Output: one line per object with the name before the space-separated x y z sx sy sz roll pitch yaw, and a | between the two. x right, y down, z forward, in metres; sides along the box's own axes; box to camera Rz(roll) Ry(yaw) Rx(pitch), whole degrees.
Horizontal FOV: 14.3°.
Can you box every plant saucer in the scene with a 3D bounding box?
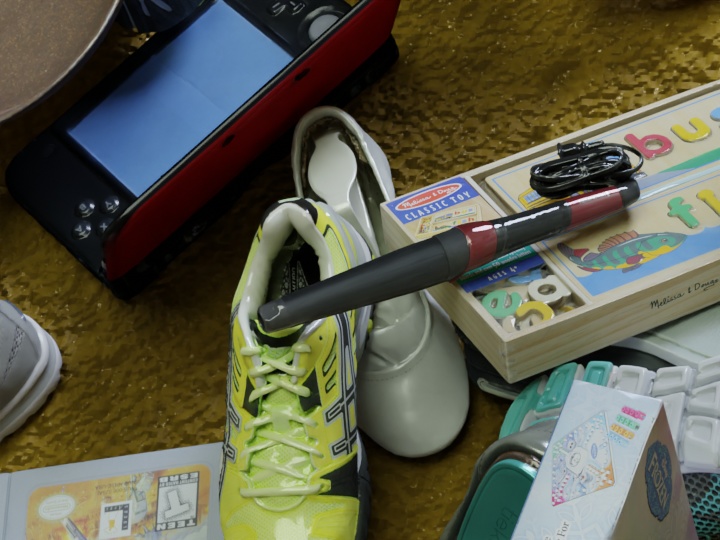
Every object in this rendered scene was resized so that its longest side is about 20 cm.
plant saucer | -0.193 -0.151 1.493 0.199 0.037 0.201 -12 62 24

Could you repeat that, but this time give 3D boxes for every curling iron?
curling iron | 0.043 -0.011 1.302 0.199 0.026 0.050 -26 29 -20

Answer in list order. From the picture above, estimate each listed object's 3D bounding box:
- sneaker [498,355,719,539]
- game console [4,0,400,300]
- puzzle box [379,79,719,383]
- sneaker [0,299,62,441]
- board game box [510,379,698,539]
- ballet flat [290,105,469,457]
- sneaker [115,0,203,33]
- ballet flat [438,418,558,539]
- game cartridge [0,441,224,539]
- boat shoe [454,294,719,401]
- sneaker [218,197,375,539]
sneaker | 0.165 0.085 1.265 0.199 0.091 0.078 0 53 31
game console | -0.085 -0.095 1.466 0.200 0.119 0.172 -42 53 -11
puzzle box | 0.125 -0.024 1.345 0.199 0.026 0.133 -21 37 -17
sneaker | -0.240 0.084 1.423 0.075 0.082 0.200 29 71 33
board game box | 0.086 0.180 1.162 0.043 0.200 0.200 13 62 22
ballet flat | 0.000 0.000 1.403 0.069 0.070 0.201 -21 53 6
sneaker | -0.138 -0.199 1.576 0.090 0.078 0.200 -41 44 -19
ballet flat | 0.053 0.146 1.252 0.067 0.201 0.064 39 33 17
game cartridge | -0.112 0.151 1.360 0.199 0.042 0.134 -9 50 14
boat shoe | 0.139 0.040 1.330 0.199 0.061 0.076 13 35 29
sneaker | -0.037 0.062 1.313 0.075 0.076 0.201 -5 70 15
